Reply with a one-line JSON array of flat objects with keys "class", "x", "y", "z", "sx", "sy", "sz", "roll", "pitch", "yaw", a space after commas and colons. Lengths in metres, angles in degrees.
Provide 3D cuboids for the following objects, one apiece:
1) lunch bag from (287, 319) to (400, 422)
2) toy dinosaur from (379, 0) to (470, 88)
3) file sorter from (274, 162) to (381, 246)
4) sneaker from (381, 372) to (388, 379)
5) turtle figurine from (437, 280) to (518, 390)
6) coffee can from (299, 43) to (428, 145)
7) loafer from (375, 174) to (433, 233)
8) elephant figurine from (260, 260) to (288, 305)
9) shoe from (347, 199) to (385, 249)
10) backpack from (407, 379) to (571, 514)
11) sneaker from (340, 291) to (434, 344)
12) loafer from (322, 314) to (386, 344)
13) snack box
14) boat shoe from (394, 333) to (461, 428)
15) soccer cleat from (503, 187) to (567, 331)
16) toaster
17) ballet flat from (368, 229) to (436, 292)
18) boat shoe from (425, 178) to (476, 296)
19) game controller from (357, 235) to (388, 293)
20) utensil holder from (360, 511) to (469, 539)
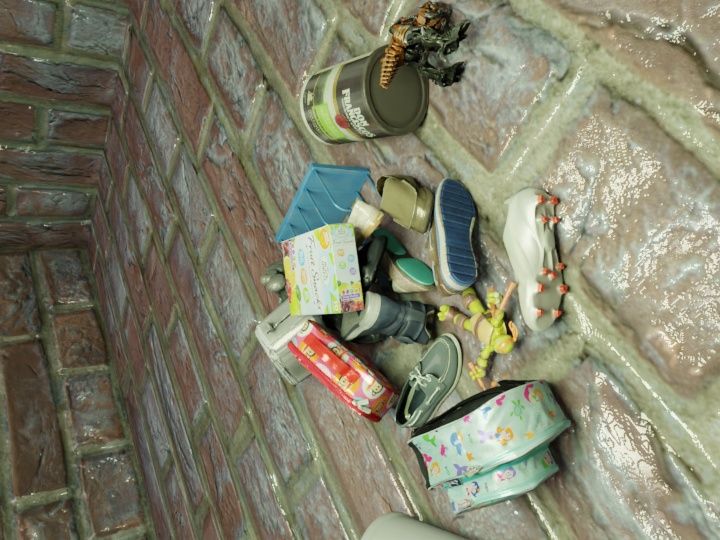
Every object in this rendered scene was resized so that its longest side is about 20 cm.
[{"class": "lunch bag", "x": -0.031, "y": 0.173, "z": 0.955, "sx": 0.200, "sy": 0.176, "sz": 0.082, "roll": 37, "pitch": 83, "yaw": 27}, {"class": "toy dinosaur", "x": 0.094, "y": -0.351, "z": 0.863, "sx": 0.135, "sy": 0.102, "sz": 0.201, "roll": 28, "pitch": 85, "yaw": 19}, {"class": "file sorter", "x": -0.055, "y": -0.092, "z": 1.080, "sx": 0.123, "sy": 0.138, "sz": 0.200, "roll": 59, "pitch": 134, "yaw": 30}, {"class": "sneaker", "x": -0.030, "y": 0.228, "z": 1.117, "sx": 0.199, "sy": 0.077, "sz": 0.071, "roll": -4, "pitch": 89, "yaw": 52}, {"class": "turtle figurine", "x": 0.189, "y": 0.075, "z": 0.832, "sx": 0.161, "sy": 0.064, "sz": 0.201, "roll": -132, "pitch": 36, "yaw": -51}, {"class": "coffee can", "x": 0.003, "y": -0.309, "z": 0.983, "sx": 0.199, "sy": 0.146, "sz": 0.148, "roll": 8, "pitch": 99, "yaw": 52}, {"class": "loafer", "x": 0.070, "y": -0.115, "z": 0.918, "sx": 0.200, "sy": 0.067, "sz": 0.077, "roll": -117, "pitch": 34, "yaw": -67}, {"class": "elephant figurine", "x": -0.141, "y": 0.078, "z": 1.223, "sx": 0.142, "sy": 0.154, "sz": 0.201, "roll": -92, "pitch": -11, "yaw": -62}, {"class": "shoe", "x": -0.021, "y": -0.058, "z": 0.984, "sx": 0.200, "sy": 0.053, "sz": 0.070, "roll": -50, "pitch": 10, "yaw": 50}, {"class": "backpack", "x": 0.189, "y": 0.237, "z": 0.757, "sx": 0.200, "sy": 0.177, "sz": 0.151, "roll": -46, "pitch": 60, "yaw": 31}, {"class": "sneaker", "x": 0.048, "y": 0.095, "z": 0.972, "sx": 0.202, "sy": 0.145, "sz": 0.078, "roll": 148, "pitch": 132, "yaw": -68}, {"class": "loafer", "x": -0.020, "y": 0.096, "z": 1.102, "sx": 0.200, "sy": 0.068, "sz": 0.071, "roll": 19, "pitch": 118, "yaw": 54}, {"class": "snack box", "x": -0.072, "y": 0.004, "z": 0.948, "sx": 0.200, "sy": 0.053, "sz": 0.143, "roll": -10, "pitch": 89, "yaw": 59}, {"class": "boat shoe", "x": 0.113, "y": 0.198, "z": 0.942, "sx": 0.073, "sy": 0.061, "sz": 0.201, "roll": 46, "pitch": 127, "yaw": 40}, {"class": "soccer cleat", "x": 0.240, "y": -0.015, "z": 0.766, "sx": 0.077, "sy": 0.069, "sz": 0.202, "roll": -11, "pitch": 77, "yaw": 57}, {"class": "toaster", "x": -0.127, "y": 0.147, "z": 1.121, "sx": 0.114, "sy": 0.129, "sz": 0.200, "roll": 48, "pitch": 169, "yaw": 38}, {"class": "ballet flat", "x": 0.072, "y": -0.002, "z": 0.987, "sx": 0.200, "sy": 0.068, "sz": 0.068, "roll": 54, "pitch": 136, "yaw": 49}, {"class": "boat shoe", "x": 0.134, "y": -0.054, "z": 0.860, "sx": 0.072, "sy": 0.072, "sz": 0.201, "roll": 133, "pitch": 148, "yaw": -54}, {"class": "game controller", "x": 0.000, "y": 0.000, "z": 0.988, "sx": 0.105, "sy": 0.042, "sz": 0.200, "roll": -60, "pitch": 10, "yaw": -18}, {"class": "utensil holder", "x": 0.113, "y": 0.506, "z": 0.885, "sx": 0.199, "sy": 0.169, "sz": 0.171, "roll": -9, "pitch": 86, "yaw": 49}]
